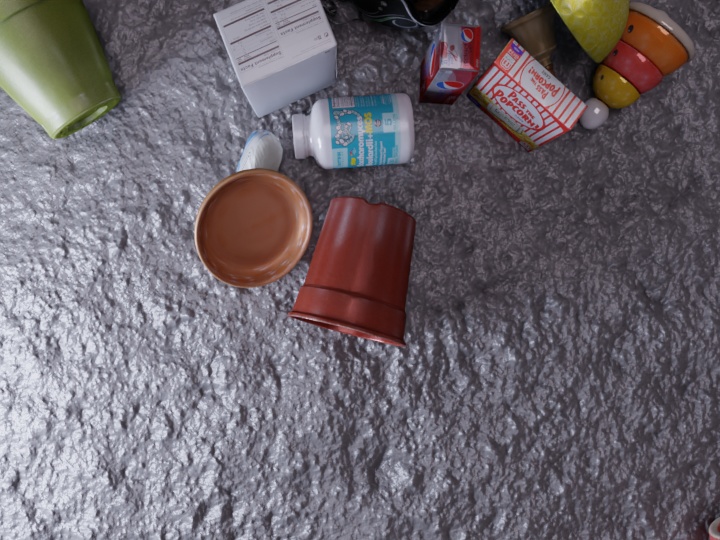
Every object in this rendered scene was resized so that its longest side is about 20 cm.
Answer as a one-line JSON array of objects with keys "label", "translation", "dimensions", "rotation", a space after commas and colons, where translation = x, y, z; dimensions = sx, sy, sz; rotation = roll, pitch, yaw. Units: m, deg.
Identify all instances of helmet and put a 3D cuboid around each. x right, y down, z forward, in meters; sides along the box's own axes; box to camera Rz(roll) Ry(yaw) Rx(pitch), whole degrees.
[{"label": "helmet", "translation": [0.053, -0.487, 1.023], "dimensions": [0.189, 0.199, 0.203], "rotation": [35, 89, 33]}]

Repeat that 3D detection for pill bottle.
[{"label": "pill bottle", "translation": [-0.013, -0.226, 1.065], "dimensions": [0.193, 0.111, 0.115], "rotation": [-5, 91, -2]}]

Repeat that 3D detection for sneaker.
[{"label": "sneaker", "translation": [-0.182, -0.134, 1.088], "dimensions": [0.070, 0.072, 0.205], "rotation": [12, 103, -31]}]

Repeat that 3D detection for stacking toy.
[{"label": "stacking toy", "translation": [0.442, -0.326, 1.091], "dimensions": [0.145, 0.146, 0.202], "rotation": [35, 104, -3]}]

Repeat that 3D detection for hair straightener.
[{"label": "hair straightener", "translation": [-0.081, -0.472, 1.098], "dimensions": [0.197, 0.041, 0.078], "rotation": [33, 89, -7]}]

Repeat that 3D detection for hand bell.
[{"label": "hand bell", "translation": [0.317, -0.337, 1.104], "dimensions": [0.102, 0.104, 0.205], "rotation": [-23, 104, -2]}]

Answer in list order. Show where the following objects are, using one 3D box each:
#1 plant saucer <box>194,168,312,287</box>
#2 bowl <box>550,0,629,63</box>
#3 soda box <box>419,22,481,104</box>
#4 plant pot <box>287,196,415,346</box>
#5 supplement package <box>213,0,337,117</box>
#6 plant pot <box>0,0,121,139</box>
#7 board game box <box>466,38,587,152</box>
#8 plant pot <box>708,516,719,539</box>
[{"label": "plant saucer", "translation": [-0.174, -0.071, 1.055], "dimensions": [0.194, 0.037, 0.206], "rotation": [-12, 120, -21]}, {"label": "bowl", "translation": [0.362, -0.442, 1.010], "dimensions": [0.107, 0.200, 0.203], "rotation": [-33, 93, 31]}, {"label": "soda box", "translation": [0.138, -0.320, 1.025], "dimensions": [0.061, 0.200, 0.073], "rotation": [2, 91, -3]}, {"label": "plant pot", "translation": [0.000, 0.000, 1.039], "dimensions": [0.195, 0.201, 0.201], "rotation": [14, 82, -3]}, {"label": "supplement package", "translation": [-0.124, -0.340, 1.012], "dimensions": [0.152, 0.200, 0.114], "rotation": [-24, 91, -2]}, {"label": "plant pot", "translation": [-0.482, -0.322, 1.013], "dimensions": [0.197, 0.200, 0.196], "rotation": [-32, 104, -2]}, {"label": "board game box", "translation": [0.256, -0.271, 1.033], "dimensions": [0.151, 0.200, 0.047], "rotation": [41, 89, -2]}, {"label": "plant pot", "translation": [0.686, 0.506, 1.080], "dimensions": [0.195, 0.201, 0.182], "rotation": [-19, 82, -2]}]
